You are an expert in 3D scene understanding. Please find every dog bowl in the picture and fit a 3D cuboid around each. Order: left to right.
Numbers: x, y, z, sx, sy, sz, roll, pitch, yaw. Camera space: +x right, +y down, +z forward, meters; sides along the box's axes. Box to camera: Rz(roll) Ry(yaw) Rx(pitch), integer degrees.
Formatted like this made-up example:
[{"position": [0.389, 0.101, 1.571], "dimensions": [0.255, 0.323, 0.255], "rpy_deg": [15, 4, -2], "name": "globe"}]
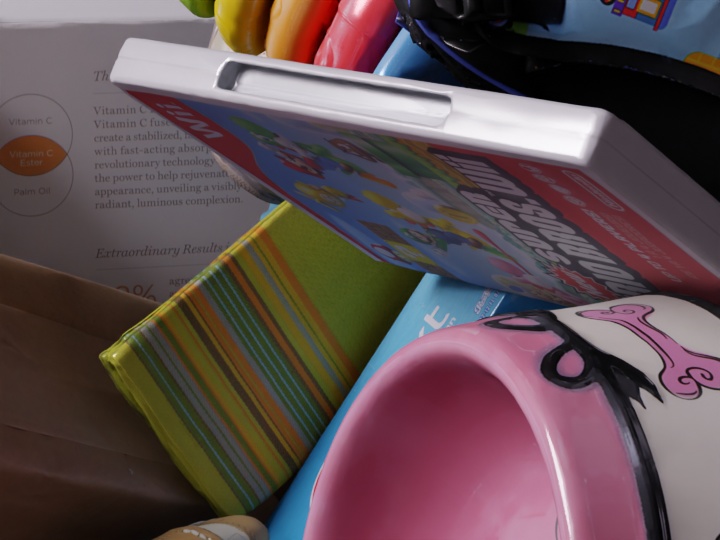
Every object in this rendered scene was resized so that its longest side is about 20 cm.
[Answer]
[{"position": [0.046, 0.102, 0.592], "dimensions": [0.200, 0.073, 0.202], "rpy_deg": [-32, 54, 59], "name": "dog bowl"}]

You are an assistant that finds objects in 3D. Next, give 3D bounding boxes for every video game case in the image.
[{"position": [0.034, -0.021, 0.647], "dimensions": [0.199, 0.143, 0.018], "rpy_deg": [14, 76, 45], "name": "video game case"}]

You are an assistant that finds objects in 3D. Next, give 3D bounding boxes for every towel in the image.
[{"position": [0.000, 0.000, 0.799], "dimensions": [0.200, 0.086, 0.018], "rpy_deg": [-42, 27, -19], "name": "towel"}]

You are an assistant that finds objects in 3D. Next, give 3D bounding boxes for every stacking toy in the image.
[{"position": [-0.038, -0.123, 0.752], "dimensions": [0.116, 0.199, 0.110], "rpy_deg": [-57, -10, -14], "name": "stacking toy"}]

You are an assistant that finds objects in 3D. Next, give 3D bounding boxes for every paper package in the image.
[{"position": [-0.167, 0.090, 0.812], "dimensions": [0.200, 0.190, 0.104], "rpy_deg": [-37, 60, 21], "name": "paper package"}]

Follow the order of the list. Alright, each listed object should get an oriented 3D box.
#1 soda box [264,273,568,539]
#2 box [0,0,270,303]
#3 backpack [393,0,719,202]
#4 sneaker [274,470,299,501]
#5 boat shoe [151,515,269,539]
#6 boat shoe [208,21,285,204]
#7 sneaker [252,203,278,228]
[{"position": [0.036, 0.057, 0.768], "dimensions": [0.201, 0.064, 0.068], "rpy_deg": [-57, 23, 3], "name": "soda box"}, {"position": [-0.108, -0.025, 0.952], "dimensions": [0.106, 0.151, 0.201], "rpy_deg": [-131, 40, -67], "name": "box"}, {"position": [0.128, -0.097, 0.627], "dimensions": [0.183, 0.199, 0.135], "rpy_deg": [-60, 7, 3], "name": "backpack"}, {"position": [-0.100, 0.132, 0.938], "dimensions": [0.200, 0.075, 0.071], "rpy_deg": [-46, 25, 26], "name": "sneaker"}, {"position": [-0.100, 0.152, 0.795], "dimensions": [0.200, 0.072, 0.076], "rpy_deg": [-35, 3, 35], "name": "boat shoe"}, {"position": [-0.017, -0.127, 0.850], "dimensions": [0.071, 0.075, 0.201], "rpy_deg": [-16, 71, 38], "name": "boat shoe"}, {"position": [0.037, -0.044, 0.881], "dimensions": [0.200, 0.081, 0.076], "rpy_deg": [-49, 20, -9], "name": "sneaker"}]
